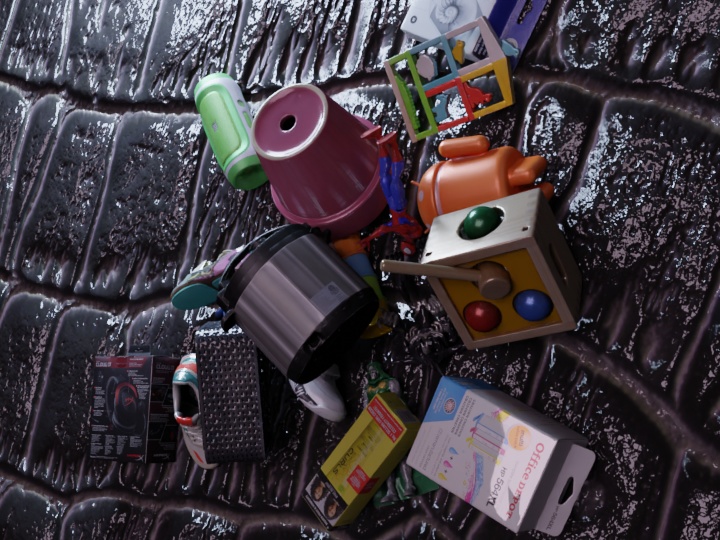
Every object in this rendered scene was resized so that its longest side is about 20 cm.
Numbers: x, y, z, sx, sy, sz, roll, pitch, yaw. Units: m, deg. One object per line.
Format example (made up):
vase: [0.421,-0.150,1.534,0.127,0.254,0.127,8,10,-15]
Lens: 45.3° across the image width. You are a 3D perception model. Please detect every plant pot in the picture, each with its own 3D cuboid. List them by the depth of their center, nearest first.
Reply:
plant pot: [-0.066,-0.172,1.286,0.198,0.179,0.202,-11,61,21]

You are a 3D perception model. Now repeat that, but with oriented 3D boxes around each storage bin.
storage bin: [-0.190,0.180,1.318,0.092,0.135,0.203,-5,94,1]

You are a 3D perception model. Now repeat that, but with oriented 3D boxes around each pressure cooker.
pressure cooker: [-0.092,0.033,1.208,0.200,0.175,0.179,43,115,14]

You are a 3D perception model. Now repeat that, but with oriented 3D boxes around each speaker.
speaker: [-0.219,-0.239,1.479,0.088,0.088,0.202,-36,65,22]

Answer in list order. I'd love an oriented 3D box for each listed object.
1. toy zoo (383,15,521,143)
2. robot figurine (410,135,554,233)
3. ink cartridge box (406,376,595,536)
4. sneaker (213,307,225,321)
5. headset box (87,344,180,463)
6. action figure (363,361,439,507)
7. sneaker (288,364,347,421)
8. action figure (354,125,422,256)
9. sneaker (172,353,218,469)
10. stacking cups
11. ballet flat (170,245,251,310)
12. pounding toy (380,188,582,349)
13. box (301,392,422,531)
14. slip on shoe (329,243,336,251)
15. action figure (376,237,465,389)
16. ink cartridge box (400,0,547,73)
toy zoo: [0.142,-0.282,1.264,0.198,0.020,0.133,-17,99,29]
robot figurine: [0.163,-0.102,1.193,0.198,0.144,0.118,-8,58,34]
ink cartridge box: [0.187,0.238,1.112,0.199,0.125,0.130,26,95,33]
sneaker: [-0.240,0.139,1.427,0.075,0.078,0.202,24,96,34]
headset box: [-0.395,0.231,1.511,0.147,0.075,0.203,-5,79,31]
action figure: [0.039,0.230,1.253,0.117,0.054,0.202,-25,65,29]
sneaker: [-0.061,0.126,1.318,0.115,0.075,0.201,-48,57,19]
action figure: [0.030,-0.093,1.239,0.098,0.202,0.065,-33,34,-18]
sneaker: [-0.267,0.240,1.377,0.069,0.094,0.202,-1,109,10]
stacking cups: [0.000,0.000,1.317,0.060,0.060,0.202,-28,65,25]
ballet flat: [-0.244,0.008,1.460,0.199,0.069,0.072,-24,49,38]
pounding toy: [0.159,0.002,1.103,0.182,0.201,0.143,-15,34,29]
box: [0.002,0.268,1.208,0.075,0.050,0.201,48,112,30]
slip on shoe: [-0.109,0.001,1.364,0.200,0.075,0.061,-43,40,41]
action figure: [0.083,0.062,1.226,0.118,0.102,0.202,-17,70,18]
ink cartridge box: [0.180,-0.416,1.284,0.199,0.040,0.201,29,97,33]
